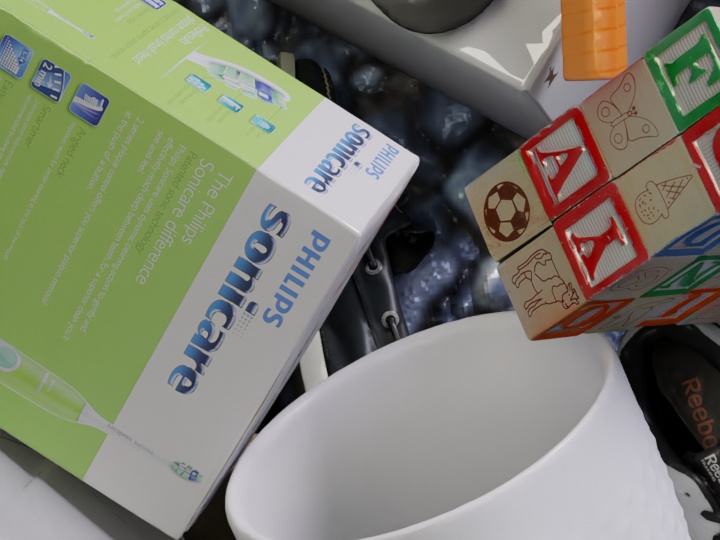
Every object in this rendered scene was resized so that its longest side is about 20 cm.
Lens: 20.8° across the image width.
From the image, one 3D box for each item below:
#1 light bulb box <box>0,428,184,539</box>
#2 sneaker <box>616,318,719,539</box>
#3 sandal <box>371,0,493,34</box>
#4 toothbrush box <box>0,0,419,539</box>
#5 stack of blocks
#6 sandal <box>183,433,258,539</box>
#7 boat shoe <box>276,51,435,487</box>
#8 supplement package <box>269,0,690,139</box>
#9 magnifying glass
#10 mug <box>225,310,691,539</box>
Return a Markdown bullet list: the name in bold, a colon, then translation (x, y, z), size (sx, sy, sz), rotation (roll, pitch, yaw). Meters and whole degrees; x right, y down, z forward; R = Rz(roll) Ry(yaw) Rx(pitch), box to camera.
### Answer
- **light bulb box**: translation (-0.189, 0.123, 0.775), size (0.200, 0.125, 0.198), rotation (-50, 44, 13)
- **sneaker**: translation (0.146, 0.102, 0.732), size (0.074, 0.080, 0.200), rotation (-31, 73, 10)
- **sandal**: translation (-0.020, -0.170, 0.693), size (0.075, 0.045, 0.200), rotation (-40, 92, 17)
- **toothbrush box**: translation (-0.104, -0.024, 0.703), size (0.200, 0.086, 0.146), rotation (32, 117, 3)
- **stack of blocks**: translation (0.148, -0.032, 0.690), size (0.115, 0.200, 0.059), rotation (-37, 67, 39)
- **sandal**: translation (-0.095, 0.144, 0.823), size (0.212, 0.078, 0.070), rotation (-55, 32, 16)
- **boat shoe**: translation (0.000, -0.001, 0.811), size (0.066, 0.075, 0.200), rotation (-4, 61, -8)
- **supplement package**: translation (0.029, -0.148, 0.799), size (0.200, 0.120, 0.121), rotation (31, 88, 22)
- **magnifying glass**: translation (0.077, -0.167, 0.682), size (0.080, 0.022, 0.201), rotation (7, 104, 57)
- **mug**: translation (0.061, 0.132, 0.683), size (0.147, 0.200, 0.176), rotation (-28, 111, -10)
